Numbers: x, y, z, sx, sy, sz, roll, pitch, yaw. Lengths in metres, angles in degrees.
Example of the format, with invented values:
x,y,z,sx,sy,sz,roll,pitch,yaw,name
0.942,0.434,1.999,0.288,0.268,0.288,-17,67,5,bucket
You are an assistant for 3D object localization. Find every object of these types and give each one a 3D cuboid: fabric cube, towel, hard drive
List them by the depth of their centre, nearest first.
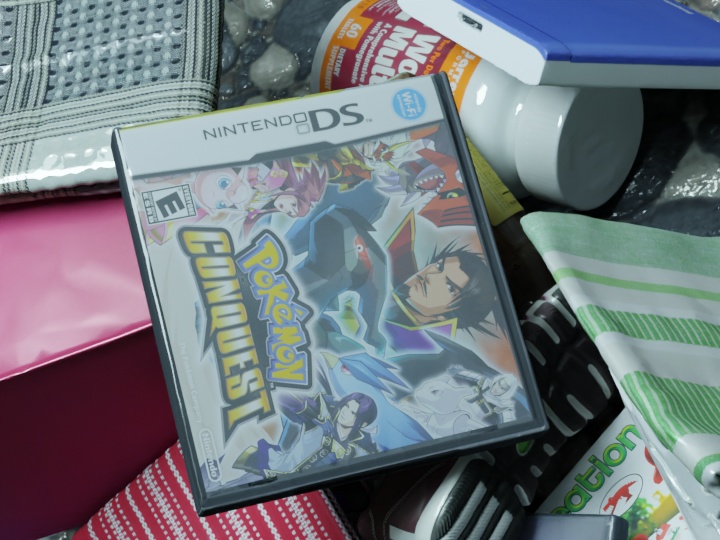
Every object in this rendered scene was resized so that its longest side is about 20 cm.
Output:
x,y,z,sx,sy,sz,roll,pitch,yaw,name
0.181,0.041,0.820,0.023,0.152,0.200,-65,33,31,towel
-0.173,-0.123,0.923,0.200,0.035,0.193,-6,61,13,towel
-0.080,0.169,0.950,0.200,0.022,0.145,-41,75,35,towel
-0.177,0.019,0.984,0.196,0.199,0.200,-19,59,6,fabric cube
0.139,-0.142,0.985,0.132,0.200,0.025,39,123,44,hard drive

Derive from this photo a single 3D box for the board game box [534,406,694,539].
x,y,z,sx,sy,sz,roll,pitch,yaw,name
0.165,0.137,0.878,0.200,0.035,0.126,-49,45,-2,board game box

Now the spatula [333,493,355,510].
x,y,z,sx,sy,sz,roll,pitch,yaw,name
0.017,0.196,0.951,0.057,0.021,0.200,-53,47,3,spatula

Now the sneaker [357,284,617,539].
x,y,z,sx,sy,sz,roll,pitch,yaw,name
0.061,0.075,0.912,0.115,0.076,0.200,0,43,50,sneaker

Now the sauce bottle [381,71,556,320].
x,y,z,sx,sy,sz,roll,pitch,yaw,name
0.066,-0.022,0.975,0.065,0.065,0.200,-37,82,9,sauce bottle

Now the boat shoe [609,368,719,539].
x,y,z,sx,sy,sz,roll,pitch,yaw,name
0.180,0.090,0.825,0.072,0.069,0.200,-33,47,13,boat shoe

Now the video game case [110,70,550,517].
x,y,z,sx,sy,sz,roll,pitch,yaw,name
-0.017,0.006,0.836,0.180,0.026,0.200,-11,75,-15,video game case

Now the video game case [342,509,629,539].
x,y,z,sx,sy,sz,roll,pitch,yaw,name
0.048,0.201,0.890,0.200,0.019,0.143,-6,68,40,video game case

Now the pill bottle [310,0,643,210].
x,y,z,sx,sy,sz,roll,pitch,yaw,name
0.072,-0.107,1.054,0.200,0.110,0.110,21,75,39,pill bottle
